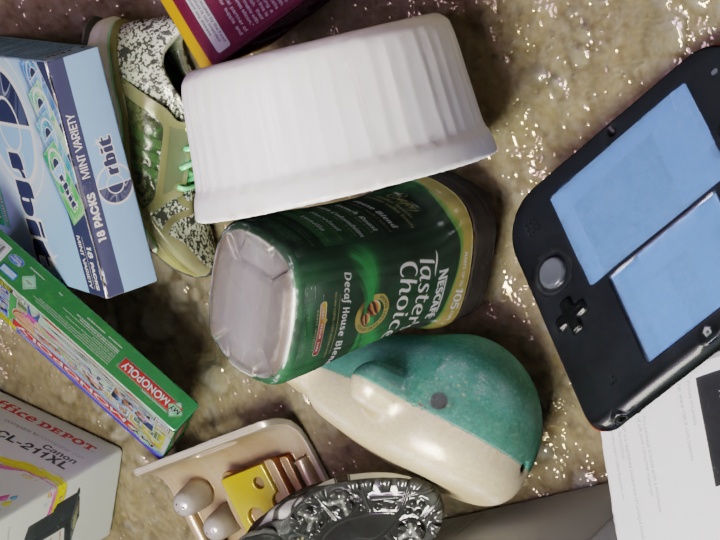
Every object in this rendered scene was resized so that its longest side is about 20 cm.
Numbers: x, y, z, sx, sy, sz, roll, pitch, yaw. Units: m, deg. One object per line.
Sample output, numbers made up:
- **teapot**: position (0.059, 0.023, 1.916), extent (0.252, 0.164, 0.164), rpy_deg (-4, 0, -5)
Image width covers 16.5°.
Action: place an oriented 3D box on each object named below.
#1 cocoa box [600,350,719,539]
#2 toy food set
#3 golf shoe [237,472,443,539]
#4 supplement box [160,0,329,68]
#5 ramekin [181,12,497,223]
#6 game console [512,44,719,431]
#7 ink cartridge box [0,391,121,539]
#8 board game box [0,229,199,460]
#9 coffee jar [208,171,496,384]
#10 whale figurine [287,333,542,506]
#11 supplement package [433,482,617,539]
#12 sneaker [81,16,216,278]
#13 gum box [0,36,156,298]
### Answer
- **cocoa box**: position (0.245, 0.160, 1.524), extent (0.133, 0.131, 0.201), rpy_deg (-22, 68, 36)
- **toy food set**: position (-0.073, 0.215, 1.839), extent (0.143, 0.060, 0.201), rpy_deg (-23, 96, 37)
- **golf shoe**: position (-0.014, 0.168, 1.713), extent (0.200, 0.095, 0.078), rpy_deg (-24, 106, 38)
- **supplement box**: position (-0.044, -0.230, 1.624), extent (0.200, 0.086, 0.111), rpy_deg (-32, 90, 37)
- **ramekin**: position (-0.020, -0.100, 1.598), extent (0.200, 0.200, 0.098), rpy_deg (-10, 95, 35)
- **game console**: position (0.187, -0.023, 1.522), extent (0.200, 0.031, 0.177), rpy_deg (-41, 46, 27)
- **ink cartridge box**: position (-0.297, 0.174, 1.880), extent (0.145, 0.200, 0.083), rpy_deg (22, 117, 23)
- **board game box**: position (-0.206, 0.053, 1.815), extent (0.200, 0.029, 0.135), rpy_deg (41, 164, 2)
- **coffee jar**: position (0.000, 0.000, 1.620), extent (0.085, 0.199, 0.105), rpy_deg (31, 124, 37)
- **whale figurine**: position (0.034, 0.078, 1.683), extent (0.199, 0.159, 0.104), rpy_deg (26, 83, 26)
- **supplement package**: position (0.117, 0.228, 1.686), extent (0.199, 0.117, 0.117), rpy_deg (-17, 98, 36)
- **sneaker**: position (-0.128, -0.091, 1.749), extent (0.088, 0.077, 0.201), rpy_deg (-13, 105, 25)
- **gum box**: position (-0.222, -0.078, 1.772), extent (0.200, 0.044, 0.171), rpy_deg (14, 120, 61)
